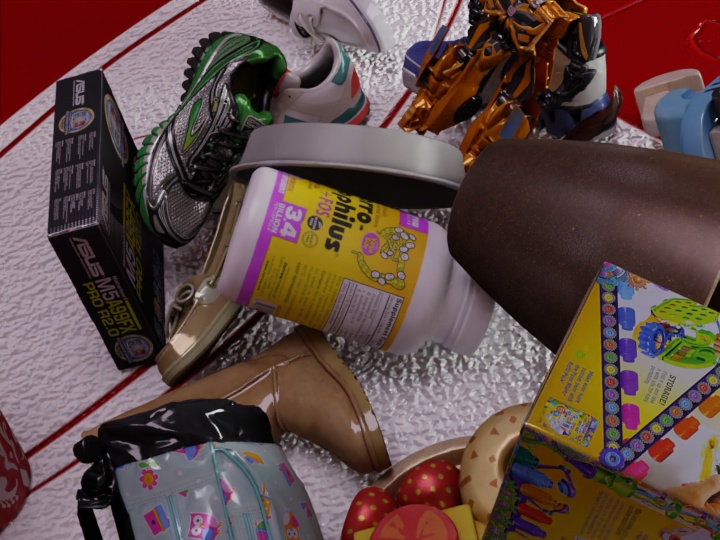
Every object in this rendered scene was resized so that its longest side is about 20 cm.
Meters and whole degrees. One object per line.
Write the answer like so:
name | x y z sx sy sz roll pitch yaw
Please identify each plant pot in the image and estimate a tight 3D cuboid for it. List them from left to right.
plant pot | 0.167 -0.013 0.966 0.199 0.188 0.187 26 59 25

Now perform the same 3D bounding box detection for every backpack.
backpack | -0.085 0.185 0.882 0.126 0.167 0.202 -21 77 15

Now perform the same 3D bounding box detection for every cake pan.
cake pan | -0.005 -0.083 1.119 0.198 0.200 0.037 3 85 21

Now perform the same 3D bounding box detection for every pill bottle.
pill bottle | 0.000 0.000 1.051 0.198 0.105 0.105 18 48 -7

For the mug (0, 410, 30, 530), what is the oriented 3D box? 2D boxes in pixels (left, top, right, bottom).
mug | -0.332 0.124 1.015 0.132 0.201 0.179 -8 45 10

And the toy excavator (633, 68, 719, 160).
toy excavator | 0.268 -0.116 1.084 0.199 0.101 0.194 -1 27 44

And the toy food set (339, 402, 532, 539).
toy food set | 0.078 0.184 0.926 0.198 0.049 0.199 -15 44 4

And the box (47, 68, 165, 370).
box | -0.208 -0.043 1.165 0.044 0.161 0.201 -14 43 3

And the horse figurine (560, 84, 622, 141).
horse figurine | 0.144 -0.062 1.126 0.200 0.050 0.132 -48 19 -19

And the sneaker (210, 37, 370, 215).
sneaker | -0.083 -0.136 1.261 0.199 0.094 0.070 -35 46 -17

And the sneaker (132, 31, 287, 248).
sneaker | -0.127 -0.114 1.185 0.085 0.078 0.202 9 74 45

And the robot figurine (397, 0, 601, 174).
robot figurine | 0.113 -0.167 1.145 0.058 0.201 0.145 -14 56 -42

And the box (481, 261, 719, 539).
box | 0.182 0.134 0.796 0.191 0.201 0.122 26 55 11

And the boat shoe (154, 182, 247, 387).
boat shoe | -0.120 0.009 1.132 0.063 0.073 0.201 35 52 -5

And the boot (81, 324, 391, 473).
boot | -0.092 0.131 1.027 0.199 0.067 0.175 -27 31 -9

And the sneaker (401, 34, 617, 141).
sneaker | 0.137 -0.194 1.218 0.198 0.116 0.080 19 36 29

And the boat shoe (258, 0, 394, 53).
boat shoe | -0.039 -0.254 1.379 0.066 0.072 0.200 -36 46 -12
